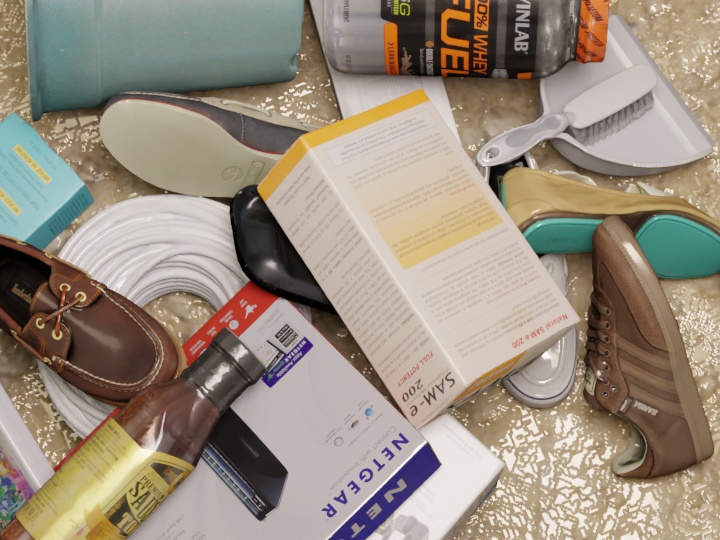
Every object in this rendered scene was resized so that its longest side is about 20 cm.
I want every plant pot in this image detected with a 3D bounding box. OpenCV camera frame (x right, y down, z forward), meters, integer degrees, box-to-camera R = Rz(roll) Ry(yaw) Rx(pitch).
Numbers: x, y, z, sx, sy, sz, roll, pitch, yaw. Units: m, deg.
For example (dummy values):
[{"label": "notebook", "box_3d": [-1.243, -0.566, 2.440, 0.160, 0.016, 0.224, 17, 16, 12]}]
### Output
[{"label": "plant pot", "box_3d": [-0.144, -0.211, 1.398, 0.194, 0.200, 0.202, -2, 77, -7]}]

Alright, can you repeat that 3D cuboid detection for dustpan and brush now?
[{"label": "dustpan and brush", "box_3d": [0.158, -0.111, 1.400, 0.199, 0.057, 0.140, -29, 76, -22]}]

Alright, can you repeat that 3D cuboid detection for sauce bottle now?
[{"label": "sauce bottle", "box_3d": [-0.143, 0.121, 1.242, 0.066, 0.066, 0.200, 43, 84, 10]}]

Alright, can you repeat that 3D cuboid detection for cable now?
[{"label": "cable", "box_3d": [-0.133, 0.046, 1.392, 0.198, 0.069, 0.202, -5, 77, 2]}]

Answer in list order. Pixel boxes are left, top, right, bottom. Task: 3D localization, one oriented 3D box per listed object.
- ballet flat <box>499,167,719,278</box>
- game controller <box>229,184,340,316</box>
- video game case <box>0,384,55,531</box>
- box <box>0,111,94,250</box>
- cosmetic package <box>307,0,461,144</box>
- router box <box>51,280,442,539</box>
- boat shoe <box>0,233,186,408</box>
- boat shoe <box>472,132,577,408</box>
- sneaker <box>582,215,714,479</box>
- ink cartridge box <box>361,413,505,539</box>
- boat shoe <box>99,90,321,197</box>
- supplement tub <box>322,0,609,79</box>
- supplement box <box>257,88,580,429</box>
[{"label": "ballet flat", "box_3d": [0.186, -0.041, 1.381, 0.199, 0.069, 0.063, 9, 48, -32]}, {"label": "game controller", "box_3d": [0.000, 0.000, 1.359, 0.199, 0.042, 0.105, 18, 43, -24]}, {"label": "video game case", "box_3d": [-0.301, 0.126, 1.341, 0.182, 0.024, 0.201, -43, 75, 36]}, {"label": "box", "box_3d": [-0.298, -0.018, 1.419, 0.082, 0.049, 0.200, 44, 81, 10]}, {"label": "cosmetic package", "box_3d": [0.017, -0.150, 1.444, 0.082, 0.051, 0.202, -15, 77, 0]}, {"label": "router box", "box_3d": [-0.077, 0.131, 1.284, 0.200, 0.049, 0.179, -44, 62, -7]}, {"label": "boat shoe", "box_3d": [-0.206, 0.032, 1.314, 0.199, 0.070, 0.071, 25, 78, 33]}, {"label": "boat shoe", "box_3d": [0.119, -0.003, 1.400, 0.071, 0.066, 0.202, -4, 77, 0]}, {"label": "sneaker", "box_3d": [0.187, 0.062, 1.344, 0.075, 0.071, 0.201, -22, 111, 1]}, {"label": "ink cartridge box", "box_3d": [0.010, 0.195, 1.331, 0.068, 0.115, 0.200, 40, 81, 10]}, {"label": "boat shoe", "box_3d": [-0.096, -0.093, 1.393, 0.199, 0.071, 0.063, 14, 42, -23]}, {"label": "supplement tub", "box_3d": [0.075, -0.198, 1.363, 0.198, 0.123, 0.124, 1, 77, 4]}, {"label": "supplement box", "box_3d": [0.039, -0.010, 1.304, 0.126, 0.074, 0.201, -24, 76, -41]}]
